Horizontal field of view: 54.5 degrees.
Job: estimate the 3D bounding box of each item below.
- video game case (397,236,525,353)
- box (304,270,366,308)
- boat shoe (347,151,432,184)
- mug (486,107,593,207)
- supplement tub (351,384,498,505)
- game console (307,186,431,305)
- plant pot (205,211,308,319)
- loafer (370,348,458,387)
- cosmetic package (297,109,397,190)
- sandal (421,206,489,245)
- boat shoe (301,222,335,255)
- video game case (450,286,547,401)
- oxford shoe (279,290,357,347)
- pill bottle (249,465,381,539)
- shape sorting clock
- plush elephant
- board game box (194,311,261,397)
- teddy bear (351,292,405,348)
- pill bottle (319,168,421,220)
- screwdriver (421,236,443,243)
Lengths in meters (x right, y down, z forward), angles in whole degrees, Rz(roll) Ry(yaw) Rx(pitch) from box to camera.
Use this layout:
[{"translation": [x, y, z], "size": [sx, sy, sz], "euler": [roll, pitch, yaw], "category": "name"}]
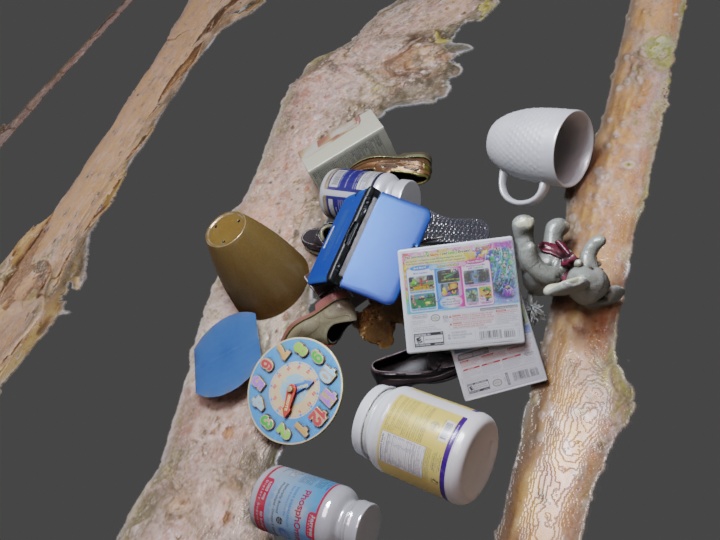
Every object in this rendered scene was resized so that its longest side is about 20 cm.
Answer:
[{"translation": [0.170, 0.043, 1.197], "size": [0.200, 0.024, 0.182], "euler": [-7, 81, 12], "category": "video game case"}, {"translation": [0.000, 0.000, 1.403], "size": [0.200, 0.100, 0.075], "euler": [-38, 49, -3], "category": "box"}, {"translation": [0.060, -0.215, 1.556], "size": [0.200, 0.072, 0.068], "euler": [-9, 51, 21], "category": "boat shoe"}, {"translation": [0.340, -0.224, 1.391], "size": [0.175, 0.148, 0.200], "euler": [18, 95, 44], "category": "mug"}, {"translation": [0.101, 0.269, 1.113], "size": [0.200, 0.145, 0.145], "euler": [14, 63, 34], "category": "supplement tub"}, {"translation": [0.013, -0.041, 1.304], "size": [0.171, 0.118, 0.200], "euler": [-10, 52, 64], "category": "game console"}, {"translation": [-0.233, -0.027, 1.474], "size": [0.186, 0.200, 0.186], "euler": [-13, 51, 16], "category": "plant pot"}, {"translation": [0.114, 0.163, 1.244], "size": [0.200, 0.063, 0.072], "euler": [-19, 50, 13], "category": "loafer"}, {"translation": [-0.030, -0.271, 1.625], "size": [0.200, 0.103, 0.087], "euler": [-29, 48, 2], "category": "cosmetic package"}, {"translation": [0.155, -0.078, 1.397], "size": [0.200, 0.043, 0.076], "euler": [13, 76, 5], "category": "sandal"}, {"translation": [-0.063, -0.071, 1.496], "size": [0.200, 0.065, 0.072], "euler": [16, 63, 48], "category": "boat shoe"}, {"translation": [0.221, 0.109, 1.200], "size": [0.143, 0.018, 0.200], "euler": [-18, 78, 13], "category": "video game case"}, {"translation": [-0.084, 0.121, 1.343], "size": [0.200, 0.070, 0.075], "euler": [-44, 59, 32], "category": "oxford shoe"}, {"translation": [-0.072, 0.391, 1.131], "size": [0.200, 0.109, 0.109], "euler": [7, 59, 31], "category": "pill bottle"}, {"translation": [-0.124, 0.221, 1.298], "size": [0.200, 0.039, 0.200], "euler": [-6, 72, 19], "category": "shape sorting clock"}, {"translation": [0.356, -0.002, 1.191], "size": [0.155, 0.165, 0.200], "euler": [1, 84, 43], "category": "plush elephant"}, {"translation": [-0.266, 0.180, 1.441], "size": [0.158, 0.039, 0.200], "euler": [-29, 42, 11], "category": "board game box"}, {"translation": [0.067, 0.047, 1.321], "size": [0.145, 0.200, 0.067], "euler": [13, 14, -1], "category": "teddy bear"}, {"translation": [0.021, -0.155, 1.500], "size": [0.200, 0.116, 0.116], "euler": [11, 61, 32], "category": "pill bottle"}, {"translation": [0.059, -0.042, 1.328], "size": [0.200, 0.028, 0.029], "euler": [-16, 27, 8], "category": "screwdriver"}]
